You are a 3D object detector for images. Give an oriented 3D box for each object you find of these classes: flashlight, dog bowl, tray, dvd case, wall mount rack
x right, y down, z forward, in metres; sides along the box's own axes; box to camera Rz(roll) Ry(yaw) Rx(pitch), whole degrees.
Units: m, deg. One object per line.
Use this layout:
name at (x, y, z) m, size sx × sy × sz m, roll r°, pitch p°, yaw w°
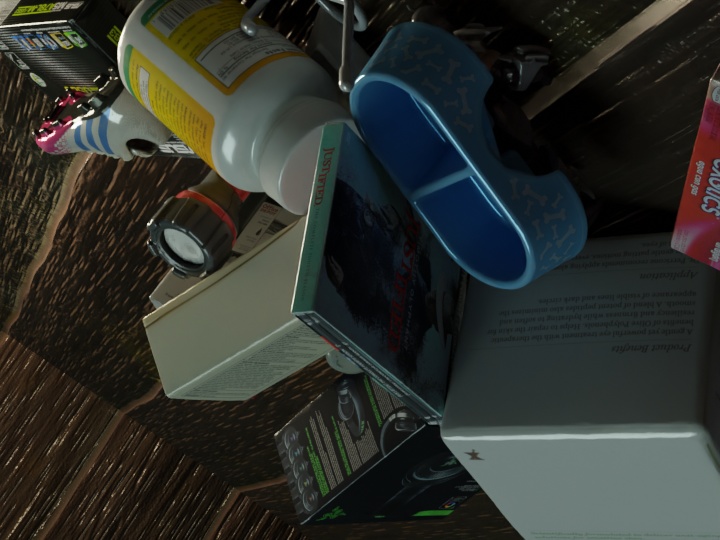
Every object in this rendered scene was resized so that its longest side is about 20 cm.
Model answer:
flashlight at (-0.093, -0.079, 1.199) m, size 0.068 × 0.200 × 0.068 m, roll 25°, pitch 144°, yaw 16°
dog bowl at (0.068, -0.072, 1.005) m, size 0.200 × 0.050 × 0.111 m, roll 53°, pitch 152°, yaw -10°
tray at (0.018, -0.101, 1.141) m, size 0.200 × 0.022 × 0.107 m, roll 50°, pitch 157°, yaw 8°
dvd case at (0.020, 0.006, 1.056) m, size 0.022 × 0.146 × 0.200 m, roll -6°, pitch 150°, yaw 28°
wall mount rack at (-0.061, -0.205, 1.003) m, size 0.200 × 0.075 × 0.174 m, roll 46°, pitch 171°, yaw -36°

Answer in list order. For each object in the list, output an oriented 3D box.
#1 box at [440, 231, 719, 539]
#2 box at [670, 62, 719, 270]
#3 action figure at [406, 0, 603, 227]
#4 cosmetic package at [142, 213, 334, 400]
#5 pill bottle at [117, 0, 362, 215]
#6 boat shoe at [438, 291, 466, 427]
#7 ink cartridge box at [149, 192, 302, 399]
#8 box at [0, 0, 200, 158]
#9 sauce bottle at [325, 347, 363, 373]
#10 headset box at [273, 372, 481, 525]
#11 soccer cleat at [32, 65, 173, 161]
box at (0.196, 0.095, 1.137) m, size 0.198 × 0.172 × 0.200 m, roll -4°, pitch 145°, yaw 27°
box at (0.246, -0.073, 0.837) m, size 0.095 × 0.100 × 0.200 m, roll 27°, pitch 160°, yaw 16°
action figure at (0.092, -0.111, 1.043) m, size 0.200 × 0.069 × 0.130 m, roll 54°, pitch 161°, yaw -22°
cosmetic package at (-0.059, 0.028, 1.151) m, size 0.200 × 0.073 × 0.103 m, roll -31°, pitch 158°, yaw 27°
pill bottle at (-0.088, -0.130, 1.129) m, size 0.200 × 0.113 × 0.113 m, roll 41°, pitch 168°, yaw 33°
boat shoe at (0.057, 0.052, 1.195) m, size 0.060 × 0.201 × 0.074 m, roll -22°, pitch 163°, yaw 26°
ink cartridge box at (-0.089, -0.004, 1.385) m, size 0.083 × 0.200 × 0.147 m, roll 28°, pitch 160°, yaw 22°
box at (-0.246, -0.184, 1.423) m, size 0.200 × 0.048 × 0.193 m, roll 9°, pitch 148°, yaw 50°
sauce bottle at (0.000, 0.000, 1.262) m, size 0.065 × 0.200 × 0.065 m, roll 2°, pitch 137°, yaw 2°
headset box at (0.046, 0.145, 1.312) m, size 0.174 × 0.093 × 0.200 m, roll 6°, pitch 144°, yaw -40°
soccer cleat at (-0.236, -0.128, 1.369) m, size 0.086 × 0.070 × 0.200 m, roll 40°, pitch 157°, yaw -22°
